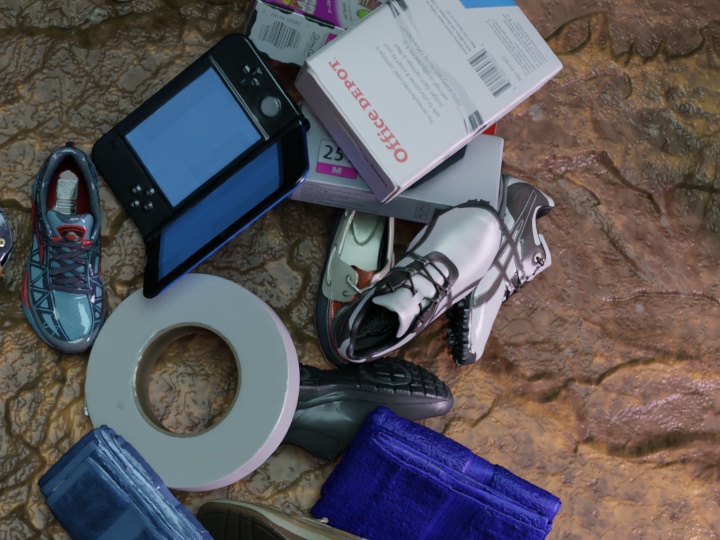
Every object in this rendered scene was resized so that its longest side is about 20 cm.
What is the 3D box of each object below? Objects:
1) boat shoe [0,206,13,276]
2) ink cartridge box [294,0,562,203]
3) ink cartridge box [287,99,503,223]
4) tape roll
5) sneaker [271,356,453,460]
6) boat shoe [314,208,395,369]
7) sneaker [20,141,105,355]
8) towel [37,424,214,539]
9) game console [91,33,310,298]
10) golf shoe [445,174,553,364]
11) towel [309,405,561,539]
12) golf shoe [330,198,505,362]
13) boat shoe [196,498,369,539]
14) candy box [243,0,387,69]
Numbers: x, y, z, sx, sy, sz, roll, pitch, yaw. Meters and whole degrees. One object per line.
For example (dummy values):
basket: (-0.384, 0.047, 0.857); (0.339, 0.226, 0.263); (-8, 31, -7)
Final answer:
boat shoe: (-0.357, 0.005, 1.664); (0.091, 0.071, 0.201); (-17, 79, -11)
ink cartridge box: (0.060, -0.180, 1.661); (0.200, 0.084, 0.146); (-36, 89, -13)
ink cartridge box: (0.039, -0.132, 1.742); (0.199, 0.044, 0.174); (10, 59, -3)
tape roll: (-0.156, 0.103, 1.661); (0.202, 0.037, 0.203); (-3, 78, 15)
sneaker: (-0.011, 0.134, 1.706); (0.199, 0.076, 0.091); (-1, 111, 3)
boat shoe: (0.000, 0.000, 1.750); (0.071, 0.063, 0.201); (11, 76, -12)
sneaker: (-0.278, -0.023, 1.676); (0.079, 0.096, 0.201); (-3, 78, -12)
towel: (-0.203, 0.242, 1.629); (0.200, 0.112, 0.049); (48, 31, 1)
game console: (-0.153, -0.100, 1.667); (0.200, 0.118, 0.171); (-37, 85, 15)
golf shoe: (0.140, 0.001, 1.765); (0.094, 0.078, 0.200); (15, 75, -9)
towel: (0.068, 0.225, 1.676); (0.200, 0.148, 0.050); (28, 30, -4)
golf shoe: (0.058, 0.019, 1.663); (0.078, 0.095, 0.200); (44, 100, -8)
boat shoe: (-0.054, 0.256, 1.669); (0.200, 0.072, 0.076); (22, 28, 15)
candy box: (-0.010, -0.239, 1.769); (0.200, 0.061, 0.136); (17, 34, -7)
